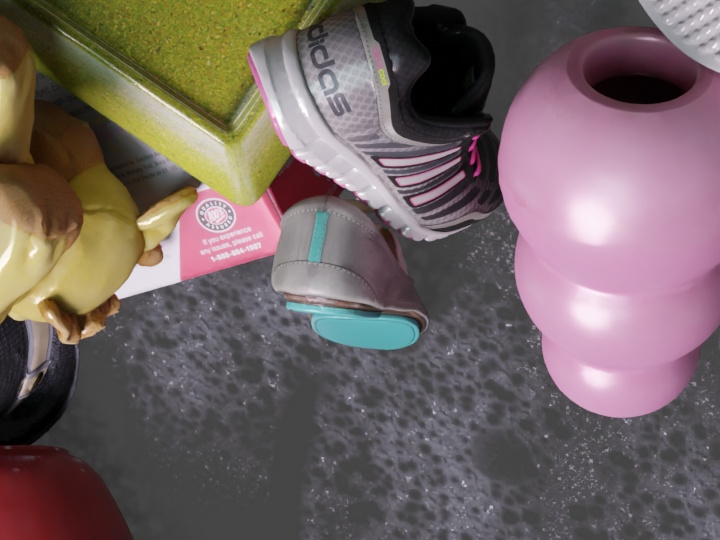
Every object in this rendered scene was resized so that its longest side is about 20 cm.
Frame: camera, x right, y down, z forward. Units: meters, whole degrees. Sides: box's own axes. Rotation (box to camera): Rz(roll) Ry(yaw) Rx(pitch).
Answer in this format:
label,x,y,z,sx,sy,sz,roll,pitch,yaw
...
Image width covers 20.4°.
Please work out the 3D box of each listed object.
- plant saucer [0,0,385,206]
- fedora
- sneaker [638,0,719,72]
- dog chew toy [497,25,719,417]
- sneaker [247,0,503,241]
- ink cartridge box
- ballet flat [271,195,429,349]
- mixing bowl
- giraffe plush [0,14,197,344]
label,x,y,z,sx,sy,sz,roll,pitch,yaw
plant saucer,-0.075,-0.154,0.914,0.199,0.048,0.201,33,102,-14
fedora,-0.266,0.049,1.194,0.199,0.092,0.202,13,124,20
sneaker,0.203,-0.120,0.865,0.200,0.104,0.076,44,134,36
dog chew toy,0.126,-0.012,0.940,0.123,0.125,0.201,14,133,19
sneaker,0.033,-0.072,0.921,0.087,0.200,0.074,-23,65,23
ink cartridge box,-0.115,-0.098,1.028,0.147,0.086,0.201,-13,111,33
ballet flat,0.000,0.000,1.005,0.067,0.200,0.064,5,83,9
mixing bowl,-0.222,0.166,1.207,0.199,0.199,0.110,-14,76,33
giraffe plush,-0.166,-0.025,0.955,0.171,0.162,0.202,5,100,33
